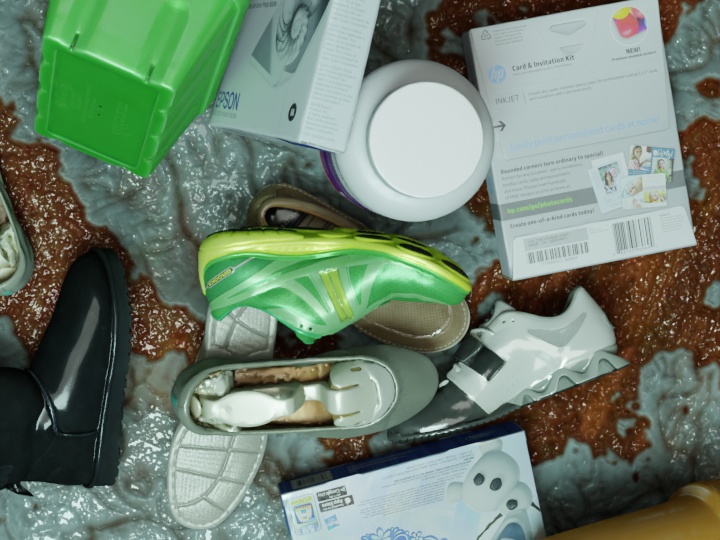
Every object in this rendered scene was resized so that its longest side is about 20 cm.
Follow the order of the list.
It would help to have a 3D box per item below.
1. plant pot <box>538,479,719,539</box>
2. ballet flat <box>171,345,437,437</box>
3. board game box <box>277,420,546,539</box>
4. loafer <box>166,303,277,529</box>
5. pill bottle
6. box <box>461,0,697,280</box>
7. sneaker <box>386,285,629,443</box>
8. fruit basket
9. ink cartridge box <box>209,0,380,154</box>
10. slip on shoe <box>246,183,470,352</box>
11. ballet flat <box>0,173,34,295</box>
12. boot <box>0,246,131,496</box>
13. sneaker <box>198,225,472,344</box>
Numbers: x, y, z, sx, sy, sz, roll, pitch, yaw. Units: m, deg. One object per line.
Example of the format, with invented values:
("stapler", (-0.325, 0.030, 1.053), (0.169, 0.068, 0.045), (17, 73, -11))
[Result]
("plant pot", (0.224, 0.261, 1.017), (0.183, 0.200, 0.201), (-1, 94, -12))
("ballet flat", (-0.037, 0.095, 0.986), (0.200, 0.064, 0.068), (-3, 97, -8))
("board game box", (0.053, 0.242, 1.081), (0.200, 0.043, 0.199), (-13, 98, -6))
("loafer", (-0.105, 0.099, 1.049), (0.072, 0.063, 0.200), (12, 96, -12))
("pill bottle", (0.032, -0.093, 0.976), (0.112, 0.200, 0.113), (-1, 94, -7))
("box", (0.174, -0.105, 1.073), (0.156, 0.041, 0.200), (-12, 96, -6))
("sneaker", (0.104, 0.074, 1.069), (0.200, 0.074, 0.089), (-22, 84, -7))
("fruit basket", (-0.158, -0.197, 0.959), (0.155, 0.216, 0.216), (23, 91, -8))
("ink cartridge box", (-0.040, -0.190, 0.963), (0.041, 0.200, 0.200), (14, 92, -25))
("slip on shoe", (0.000, 0.000, 1.050), (0.200, 0.061, 0.076), (37, 89, -8))
("ballet flat", (-0.302, -0.074, 1.008), (0.067, 0.064, 0.200), (-26, 96, -4))
("boot", (-0.258, 0.080, 0.993), (0.162, 0.073, 0.199), (1, 96, -30))
("sneaker", (-0.019, 0.012, 0.986), (0.200, 0.074, 0.084), (3, 98, 5))
